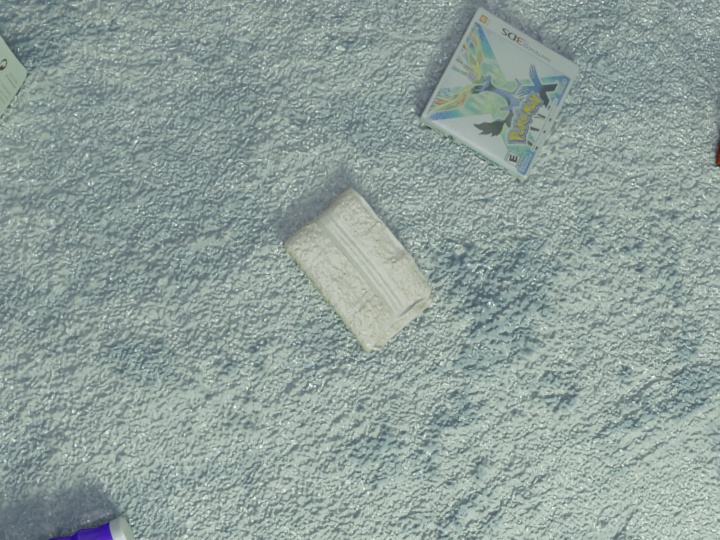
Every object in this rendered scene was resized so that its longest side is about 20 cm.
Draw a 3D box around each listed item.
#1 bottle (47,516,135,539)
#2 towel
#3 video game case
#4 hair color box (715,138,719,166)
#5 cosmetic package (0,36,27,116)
[{"bbox_3d":[-0.369,0.368,0.880,0.198,0.065,0.084,-27,85,-12],"label":"bottle"},{"bbox_3d":[0.000,0.000,1.009,0.132,0.034,0.201,-40,89,-13],"label":"towel"},{"bbox_3d":[0.208,-0.262,1.085,0.181,0.022,0.202,29,79,-4],"label":"video game case"},{"bbox_3d":[0.621,-0.249,1.129,0.100,0.061,0.203,15,80,-7],"label":"hair color box"},{"bbox_3d":[-0.556,-0.255,0.892,0.198,0.165,0.166,29,78,-5],"label":"cosmetic package"}]
